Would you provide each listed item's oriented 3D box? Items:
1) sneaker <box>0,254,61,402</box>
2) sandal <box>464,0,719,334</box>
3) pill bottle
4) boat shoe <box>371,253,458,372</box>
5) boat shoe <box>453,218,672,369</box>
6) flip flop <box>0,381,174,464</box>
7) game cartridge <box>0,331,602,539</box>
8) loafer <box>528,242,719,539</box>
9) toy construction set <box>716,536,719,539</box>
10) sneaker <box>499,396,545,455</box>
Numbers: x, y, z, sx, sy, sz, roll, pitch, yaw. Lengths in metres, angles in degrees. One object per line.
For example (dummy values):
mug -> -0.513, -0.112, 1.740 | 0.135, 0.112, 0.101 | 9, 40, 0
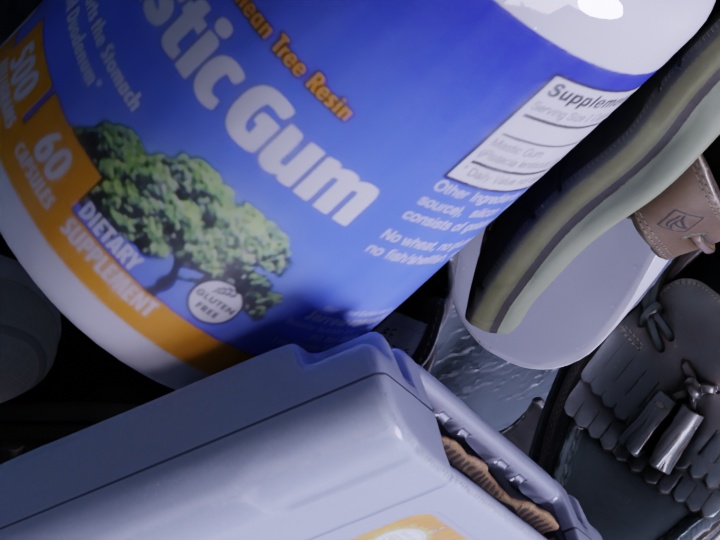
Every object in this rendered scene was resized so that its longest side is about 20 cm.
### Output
sneaker -> -0.166, 0.046, 0.736 | 0.200, 0.081, 0.075 | -13, 147, -26
sandal -> 0.082, -0.033, 0.717 | 0.057, 0.080, 0.201 | 28, 147, -13
pill bottle -> 0.010, -0.069, 0.658 | 0.200, 0.112, 0.112 | -43, 148, 27
boat shoe -> 0.000, 0.000, 0.809 | 0.070, 0.066, 0.200 | -12, 149, -24
boat shoe -> 0.101, -0.057, 0.813 | 0.200, 0.071, 0.070 | -56, 172, 28
flip flop -> -0.062, 0.064, 0.846 | 0.200, 0.058, 0.081 | 6, 124, -5
game cartridge -> -0.021, 0.076, 0.739 | 0.133, 0.042, 0.200 | -27, 156, 11
loafer -> 0.115, 0.008, 0.858 | 0.200, 0.072, 0.063 | -52, 172, -16
toy construction set -> 0.127, 0.079, 0.957 | 0.092, 0.131, 0.200 | -22, 177, -20
sneaker -> 0.017, 0.103, 0.998 | 0.060, 0.104, 0.200 | -44, -161, -32
